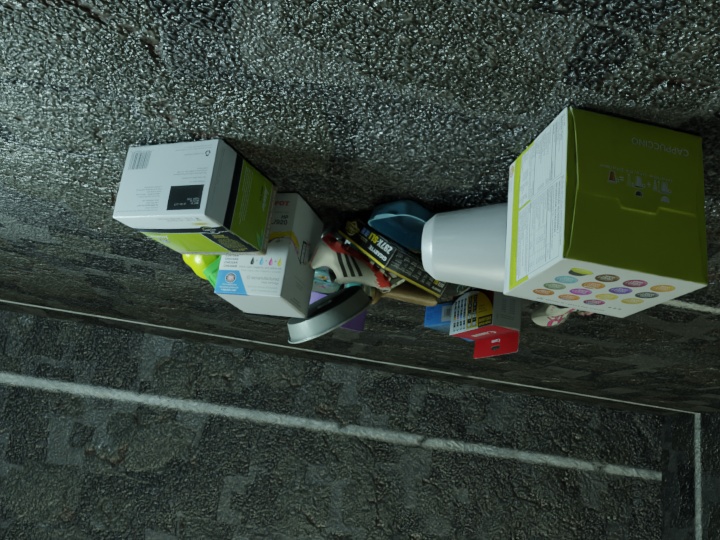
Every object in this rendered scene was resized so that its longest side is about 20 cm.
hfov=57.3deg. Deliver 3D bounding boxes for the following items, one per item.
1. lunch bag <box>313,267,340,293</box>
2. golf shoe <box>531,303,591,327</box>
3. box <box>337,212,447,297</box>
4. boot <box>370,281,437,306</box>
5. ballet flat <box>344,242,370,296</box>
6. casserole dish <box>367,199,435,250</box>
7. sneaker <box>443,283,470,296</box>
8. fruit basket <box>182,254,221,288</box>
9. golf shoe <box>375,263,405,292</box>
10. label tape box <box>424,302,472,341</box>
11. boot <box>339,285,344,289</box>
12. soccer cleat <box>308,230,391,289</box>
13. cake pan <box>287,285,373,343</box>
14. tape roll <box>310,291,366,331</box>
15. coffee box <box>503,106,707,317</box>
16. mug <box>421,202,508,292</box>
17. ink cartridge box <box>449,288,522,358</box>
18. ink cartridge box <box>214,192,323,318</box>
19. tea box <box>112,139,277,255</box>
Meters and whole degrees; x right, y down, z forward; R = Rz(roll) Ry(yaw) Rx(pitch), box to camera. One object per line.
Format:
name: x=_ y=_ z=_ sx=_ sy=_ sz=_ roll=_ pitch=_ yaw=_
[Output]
lunch bag: x=-0.135 y=-0.007 z=1.569 sx=0.194 sy=0.080 sz=0.160 roll=11 pitch=164 yaw=-11
golf shoe: x=0.478 y=0.078 z=1.585 sx=0.090 sy=0.075 sz=0.199 roll=22 pitch=150 yaw=-24
box: x=0.068 y=-0.029 z=1.309 sx=0.198 sy=0.050 sz=0.159 roll=26 pitch=-169 yaw=-48
boot: x=0.099 y=0.052 z=1.624 sx=0.194 sy=0.068 sz=0.176 roll=13 pitch=-163 yaw=-10
ballet flat: x=0.000 y=0.000 z=1.447 sx=0.066 sy=0.205 sz=0.064 roll=22 pitch=-151 yaw=18
casserole dish: x=0.100 y=-0.086 z=1.253 sx=0.119 sy=0.040 sz=0.198 roll=-5 pitch=159 yaw=39
sneaker: x=0.236 y=-0.001 z=1.450 sx=0.079 sy=0.077 sz=0.197 roll=34 pitch=145 yaw=-33
fruit basket: x=-0.325 y=-0.019 z=1.581 sx=0.154 sy=0.217 sz=0.216 roll=-36 pitch=166 yaw=-11
golf shoe: x=0.077 y=0.011 z=1.512 sx=0.193 sy=0.091 sz=0.077 roll=3 pitch=162 yaw=14
label tape box: x=0.303 y=0.150 z=1.918 sx=0.196 sy=0.065 sz=0.142 roll=20 pitch=160 yaw=-36
boot: x=-0.110 y=0.067 z=1.825 sx=0.157 sy=0.076 sz=0.199 roll=4 pitch=157 yaw=6
soccer cleat: x=-0.018 y=-0.002 z=1.318 sx=0.198 sy=0.086 sz=0.069 roll=32 pitch=-166 yaw=-38
cake pan: x=-0.068 y=0.086 z=1.360 sx=0.196 sy=0.038 sz=0.200 roll=-25 pitch=-171 yaw=4
tape roll: x=-0.083 y=0.093 z=1.585 sx=0.194 sy=0.068 sz=0.200 roll=14 pitch=176 yaw=1
coffee box: x=0.323 y=-0.069 z=0.896 sx=0.193 sy=0.206 sz=0.198 roll=9 pitch=164 yaw=-8
mug: x=0.190 y=-0.029 z=1.163 sx=0.148 sy=0.153 sz=0.189 roll=1 pitch=143 yaw=17
ink cartridge box: x=0.296 y=0.108 z=1.569 sx=0.082 sy=0.181 sz=0.199 roll=12 pitch=163 yaw=-18
ink cartridge box: x=-0.174 y=-0.030 z=1.283 sx=0.143 sy=0.206 sz=0.145 roll=3 pitch=162 yaw=18
tea box: x=-0.281 y=-0.119 z=1.151 sx=0.194 sy=0.138 sz=0.197 roll=1 pitch=162 yaw=23
